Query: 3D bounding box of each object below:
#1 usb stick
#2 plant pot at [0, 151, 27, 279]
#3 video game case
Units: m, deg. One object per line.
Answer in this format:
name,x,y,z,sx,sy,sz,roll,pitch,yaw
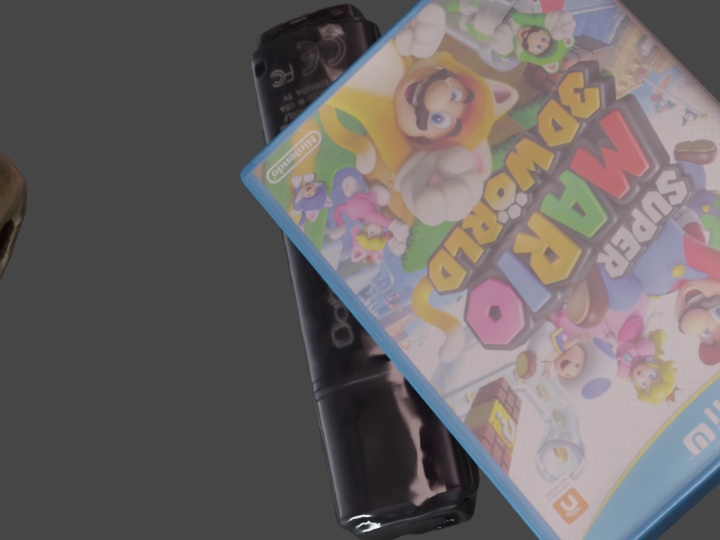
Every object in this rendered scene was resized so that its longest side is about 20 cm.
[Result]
usb stick,0.000,0.000,0.811,0.055,0.033,0.200,-17,73,18
plant pot,-0.234,-0.033,0.815,0.183,0.200,0.201,36,88,9
video game case,0.068,-0.011,0.760,0.143,0.018,0.200,-43,67,6
